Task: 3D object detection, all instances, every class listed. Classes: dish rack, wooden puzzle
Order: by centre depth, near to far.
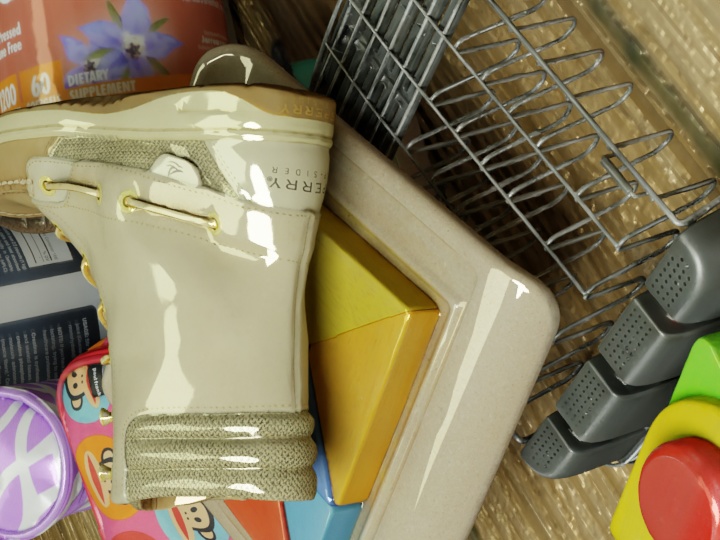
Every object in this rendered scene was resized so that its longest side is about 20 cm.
[{"bbox_3d":[0.056,-0.031,0.587,0.201,0.054,0.154,53,141,22],"label":"dish rack"},{"bbox_3d":[-0.028,0.034,0.621,0.200,0.037,0.186,40,121,35],"label":"wooden puzzle"}]

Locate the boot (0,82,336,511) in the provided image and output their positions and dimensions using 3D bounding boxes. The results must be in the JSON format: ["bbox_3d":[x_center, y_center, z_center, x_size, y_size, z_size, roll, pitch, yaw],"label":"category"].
[{"bbox_3d":[-0.088,0.014,0.610,0.199,0.072,0.157,-2,87,42],"label":"boot"}]

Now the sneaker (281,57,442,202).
[{"bbox_3d":[0.000,0.000,0.685,0.071,0.079,0.202,122,131,-61],"label":"sneaker"}]

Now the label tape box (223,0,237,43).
[{"bbox_3d":[-0.109,-0.043,0.879,0.143,0.066,0.202,-17,83,60],"label":"label tape box"}]

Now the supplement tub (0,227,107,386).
[{"bbox_3d":[-0.224,0.034,0.964,0.140,0.198,0.142,27,122,53],"label":"supplement tub"}]

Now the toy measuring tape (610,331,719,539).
[{"bbox_3d":[0.121,0.102,0.538,0.074,0.073,0.201,50,139,39],"label":"toy measuring tape"}]

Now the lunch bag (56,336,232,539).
[{"bbox_3d":[-0.041,0.110,0.754,0.175,0.082,0.202,-13,104,34],"label":"lunch bag"}]

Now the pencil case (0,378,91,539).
[{"bbox_3d":[-0.146,0.101,0.863,0.083,0.200,0.086,11,94,23],"label":"pencil case"}]

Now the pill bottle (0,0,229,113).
[{"bbox_3d":[-0.124,-0.153,0.731,0.112,0.111,0.202,-15,84,60],"label":"pill bottle"}]

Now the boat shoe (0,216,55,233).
[{"bbox_3d":[-0.188,-0.060,0.879,0.198,0.076,0.073,7,96,36],"label":"boat shoe"}]
